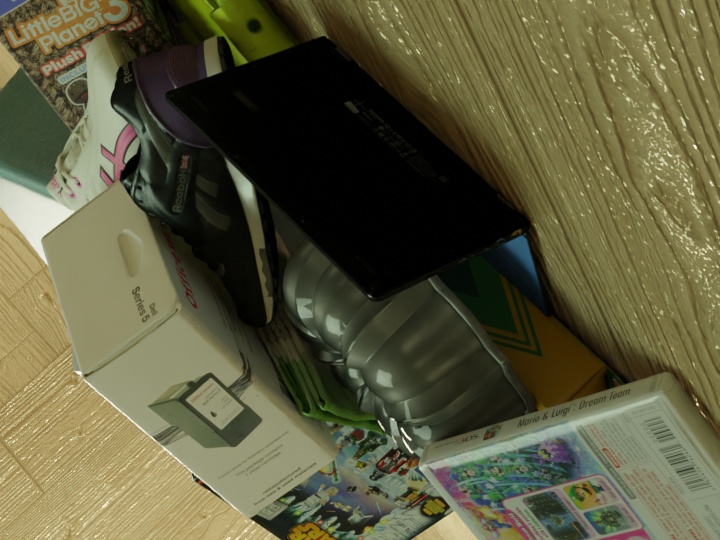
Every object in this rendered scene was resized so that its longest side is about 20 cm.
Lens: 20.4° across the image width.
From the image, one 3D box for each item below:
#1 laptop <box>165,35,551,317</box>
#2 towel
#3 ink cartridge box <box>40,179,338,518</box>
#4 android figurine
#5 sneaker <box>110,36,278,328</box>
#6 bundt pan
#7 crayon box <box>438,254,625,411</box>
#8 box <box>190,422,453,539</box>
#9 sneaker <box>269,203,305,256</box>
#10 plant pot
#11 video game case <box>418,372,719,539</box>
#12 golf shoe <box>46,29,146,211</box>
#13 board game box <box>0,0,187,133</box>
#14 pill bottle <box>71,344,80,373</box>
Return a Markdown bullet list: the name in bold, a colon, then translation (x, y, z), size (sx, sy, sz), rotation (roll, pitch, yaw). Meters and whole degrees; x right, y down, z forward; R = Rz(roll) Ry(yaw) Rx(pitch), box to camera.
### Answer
- **laptop**: translation (0.005, -0.037, 1.205), size (0.187, 0.199, 0.116), rotation (43, 136, 25)
- **towel**: translation (-0.045, 0.021, 1.426), size (0.201, 0.031, 0.149), rotation (61, -164, 19)
- **ink cartridge box**: translation (-0.116, 0.052, 1.359), size (0.200, 0.084, 0.146), rotation (47, -169, -43)
- **android figurine**: translation (-0.076, -0.150, 1.350), size (0.200, 0.041, 0.182), rotation (52, 171, -13)
- **sneaker**: translation (-0.108, -0.052, 1.302), size (0.076, 0.087, 0.201), rotation (-97, -5, -65)
- **bundt pan**: translation (0.021, 0.050, 1.295), size (0.202, 0.076, 0.202), rotation (48, 172, 9)
- **crayon box**: translation (0.106, 0.058, 1.329), size (0.200, 0.051, 0.127), rotation (43, 170, 27)
- **box**: translation (-0.020, 0.154, 1.538), size (0.200, 0.137, 0.040), rotation (40, -158, -41)
- **sneaker**: translation (0.000, 0.000, 1.430), size (0.201, 0.071, 0.073), rotation (59, -165, 8)
- **plant pot**: translation (-0.160, -0.084, 1.612), size (0.199, 0.197, 0.196), rotation (25, 161, 33)
- **video game case**: translation (0.161, 0.158, 1.218), size (0.181, 0.024, 0.200), rotation (-20, 119, 36)
- **golf shoe**: translation (-0.171, -0.072, 1.376), size (0.073, 0.092, 0.201), rotation (-113, 14, -48)
- **board game box**: translation (-0.193, -0.185, 1.431), size (0.200, 0.097, 0.160), rotation (55, -172, -41)
- **pill bottle**: translation (-0.114, 0.057, 1.536), size (0.199, 0.113, 0.112), rotation (13, -176, -20)
